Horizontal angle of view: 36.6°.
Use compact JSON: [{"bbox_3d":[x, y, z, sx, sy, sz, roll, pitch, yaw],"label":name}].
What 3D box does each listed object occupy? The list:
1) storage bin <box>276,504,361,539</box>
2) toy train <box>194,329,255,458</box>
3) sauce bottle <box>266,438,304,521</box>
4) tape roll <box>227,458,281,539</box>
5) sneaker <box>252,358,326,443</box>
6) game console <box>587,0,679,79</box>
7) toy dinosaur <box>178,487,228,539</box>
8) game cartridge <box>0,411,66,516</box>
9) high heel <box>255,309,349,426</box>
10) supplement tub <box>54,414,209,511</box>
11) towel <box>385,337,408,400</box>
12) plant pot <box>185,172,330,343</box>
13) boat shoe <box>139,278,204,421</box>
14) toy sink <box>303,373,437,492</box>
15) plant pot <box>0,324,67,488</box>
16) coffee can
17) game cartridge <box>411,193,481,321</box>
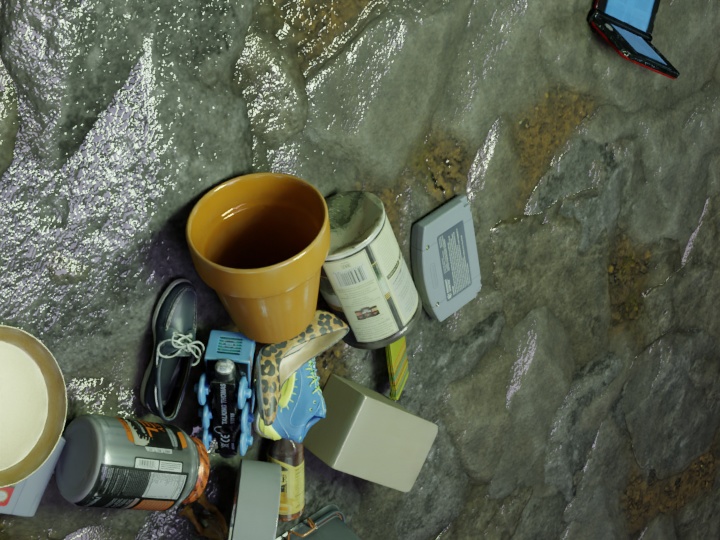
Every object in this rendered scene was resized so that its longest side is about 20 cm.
[{"bbox_3d":[-0.068,0.513,1.869,0.198,0.133,0.148,-27,125,-33],"label":"storage bin"},{"bbox_3d":[-0.194,0.187,1.613,0.115,0.085,0.202,-82,176,-47],"label":"toy train"},{"bbox_3d":[-0.124,0.310,1.778,0.065,0.066,0.204,-18,117,-36],"label":"sauce bottle"},{"bbox_3d":[-0.168,0.396,1.676,0.065,0.201,0.204,9,105,-8],"label":"tape roll"},{"bbox_3d":[-0.087,0.177,1.702,0.076,0.103,0.203,67,45,-77],"label":"sneaker"},{"bbox_3d":[0.523,-0.466,2.007,0.198,0.174,0.119,7,131,-44],"label":"game console"},{"bbox_3d":[-0.224,0.391,1.672,0.060,0.106,0.200,-43,175,-16],"label":"toy dinosaur"},{"bbox_3d":[-0.487,0.244,1.421,0.198,0.041,0.135,23,88,-45],"label":"game cartridge"},{"bbox_3d":[-0.085,0.142,1.620,0.139,0.203,0.072,3,142,-5],"label":"high heel"},{"bbox_3d":[-0.317,0.274,1.534,0.198,0.122,0.125,18,96,-46],"label":"supplement tub"},{"bbox_3d":[0.057,0.117,1.872,0.086,0.018,0.203,-61,149,-56],"label":"towel"},{"bbox_3d":[-0.133,-0.004,1.544,0.199,0.199,0.185,-35,141,-26],"label":"plant pot"},{"bbox_3d":[-0.266,0.115,1.555,0.074,0.061,0.204,11,100,-43],"label":"boat shoe"},{"bbox_3d":[0.015,0.278,1.859,0.198,0.111,0.132,26,90,-41],"label":"toy sink"},{"bbox_3d":[-0.465,0.171,1.376,0.198,0.027,0.204,5,83,-45],"label":"plant pot"},{"bbox_3d":[0.000,0.000,1.694,0.146,0.145,0.202,-41,131,-21],"label":"coffee can"},{"bbox_3d":[0.149,-0.018,1.908,0.132,0.041,0.203,-30,126,-26],"label":"game cartridge"}]
